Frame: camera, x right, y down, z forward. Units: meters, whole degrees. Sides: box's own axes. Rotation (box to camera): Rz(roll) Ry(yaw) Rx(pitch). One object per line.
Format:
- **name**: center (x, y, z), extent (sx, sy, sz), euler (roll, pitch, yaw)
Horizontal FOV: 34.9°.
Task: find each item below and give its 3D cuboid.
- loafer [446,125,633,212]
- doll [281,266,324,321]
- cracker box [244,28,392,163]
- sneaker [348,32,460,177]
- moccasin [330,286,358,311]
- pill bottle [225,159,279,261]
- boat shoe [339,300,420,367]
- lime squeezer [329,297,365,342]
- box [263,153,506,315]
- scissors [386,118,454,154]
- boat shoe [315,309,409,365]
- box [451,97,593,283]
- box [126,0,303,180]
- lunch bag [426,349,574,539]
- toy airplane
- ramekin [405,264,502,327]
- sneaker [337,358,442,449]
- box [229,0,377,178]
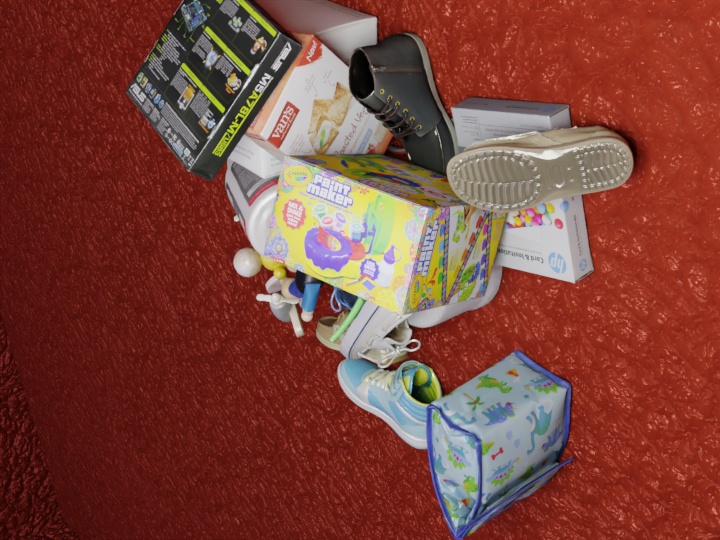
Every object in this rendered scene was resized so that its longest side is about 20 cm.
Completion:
- **loafer**: center (0.191, -0.111, 1.217), extent (0.198, 0.068, 0.076), euler (-3, 114, 19)
- **doll**: center (-0.070, 0.002, 1.580), extent (0.200, 0.048, 0.138), euler (149, 130, -75)
- **cracker box**: center (-0.047, -0.182, 1.396), extent (0.057, 0.135, 0.200), euler (21, 172, 43)
- **sneaker**: center (0.048, -0.182, 1.392), extent (0.074, 0.106, 0.202), euler (-16, 95, 47)
- **moccasin**: center (-0.007, 0.034, 1.606), extent (0.067, 0.081, 0.200), euler (-3, 155, 20)
- **pill bottle**: center (-0.119, -0.105, 1.530), extent (0.200, 0.109, 0.112), euler (-122, 22, -54)
- **boat shoe**: center (0.037, 0.081, 1.493), extent (0.086, 0.075, 0.202), euler (42, 145, 8)
- **lime squeezer**: center (0.000, 0.000, 1.469), extent (0.070, 0.038, 0.203), euler (8, 99, 13)
- **box**: center (0.031, -0.050, 1.313), extent (0.199, 0.192, 0.123), euler (23, 107, 31)
- **scissors**: center (0.087, -0.175, 1.455), extent (0.199, 0.014, 0.074), euler (18, 120, 47)
- **boat shoe**: center (0.001, 0.088, 1.743), extent (0.199, 0.074, 0.067), euler (13, 113, 49)
- **box**: center (0.188, -0.096, 1.333), extent (0.155, 0.041, 0.202), euler (16, 127, 49)
- **box**: center (-0.179, -0.238, 1.357), extent (0.194, 0.047, 0.200), euler (-53, 48, 11)
- **lunch bag**: center (0.181, 0.237, 1.480), extent (0.127, 0.169, 0.202), euler (36, 140, 42)
- **toy airplane**: center (-0.131, -0.016, 1.780), extent (0.200, 0.140, 0.202), euler (-143, 46, -64)
- **ramekin**: center (0.083, -0.024, 1.495), extent (0.200, 0.097, 0.202), euler (36, 140, 37)
- **sneaker**: center (0.049, 0.164, 1.715), extent (0.199, 0.079, 0.131), euler (34, 142, 25)
- **box**: center (-0.109, -0.253, 1.497), extent (0.198, 0.199, 0.173), euler (30, 133, 43)
